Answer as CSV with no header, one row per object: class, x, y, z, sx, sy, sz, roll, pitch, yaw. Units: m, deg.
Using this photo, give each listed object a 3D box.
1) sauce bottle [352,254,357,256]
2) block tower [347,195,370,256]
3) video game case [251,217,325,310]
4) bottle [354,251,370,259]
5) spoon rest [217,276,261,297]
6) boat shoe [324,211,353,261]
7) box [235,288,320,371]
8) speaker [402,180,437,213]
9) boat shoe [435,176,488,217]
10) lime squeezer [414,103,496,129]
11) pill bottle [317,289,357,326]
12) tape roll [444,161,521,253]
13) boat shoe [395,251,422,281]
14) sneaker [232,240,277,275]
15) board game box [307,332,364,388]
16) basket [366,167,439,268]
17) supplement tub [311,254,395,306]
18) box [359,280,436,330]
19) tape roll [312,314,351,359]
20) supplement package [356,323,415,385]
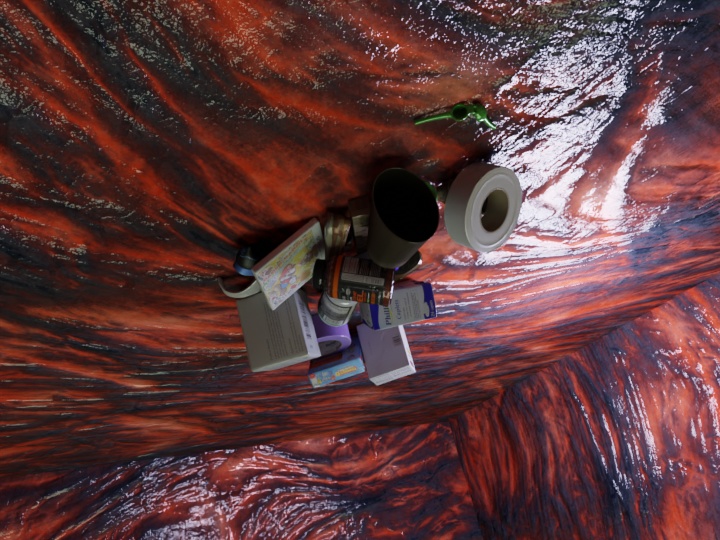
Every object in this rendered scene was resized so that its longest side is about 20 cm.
sauce bottle,0.047,-0.043,1.510,0.197,0.066,0.065,-21,153,8
block tower,0.006,-0.106,1.381,0.053,0.059,0.201,-14,155,-3
video game case,-0.166,-0.013,1.378,0.199,0.023,0.183,-41,152,-18
bottle,0.000,0.000,1.446,0.197,0.066,0.083,-25,149,21
spoon rest,-0.275,0.030,1.480,0.196,0.062,0.100,-13,153,-4
boat shoe,-0.053,-0.069,1.383,0.070,0.077,0.201,2,153,-1
box,-0.225,0.166,1.566,0.168,0.203,0.200,-16,169,2
speaker,0.126,-0.129,1.367,0.087,0.090,0.201,-7,152,-15
boat shoe,0.260,-0.177,1.378,0.067,0.073,0.198,-16,152,43
lime squeezer,0.208,-0.315,1.130,0.196,0.039,0.070,-4,-177,-23
pill bottle,-0.056,0.070,1.614,0.111,0.115,0.201,-5,151,-19
tape roll,0.289,-0.147,1.308,0.200,0.070,0.207,-16,116,-35
boat shoe,0.103,-0.008,1.597,0.198,0.073,0.067,-24,160,35
sneaker,-0.217,-0.032,1.384,0.198,0.070,0.078,-3,135,-46
board game box,-0.082,0.317,1.996,0.196,0.196,0.057,-19,109,8
basket,0.080,-0.098,1.242,0.134,0.183,0.201,-20,161,-16
supplement tub,-0.016,0.021,1.354,0.196,0.109,0.107,8,153,5
box,0.106,0.100,1.685,0.196,0.107,0.184,-11,-177,-10
tape roll,-0.135,0.227,1.900,0.196,0.086,0.201,-13,152,-7
supplement package,0.091,0.280,1.990,0.153,0.203,0.111,-20,153,9
